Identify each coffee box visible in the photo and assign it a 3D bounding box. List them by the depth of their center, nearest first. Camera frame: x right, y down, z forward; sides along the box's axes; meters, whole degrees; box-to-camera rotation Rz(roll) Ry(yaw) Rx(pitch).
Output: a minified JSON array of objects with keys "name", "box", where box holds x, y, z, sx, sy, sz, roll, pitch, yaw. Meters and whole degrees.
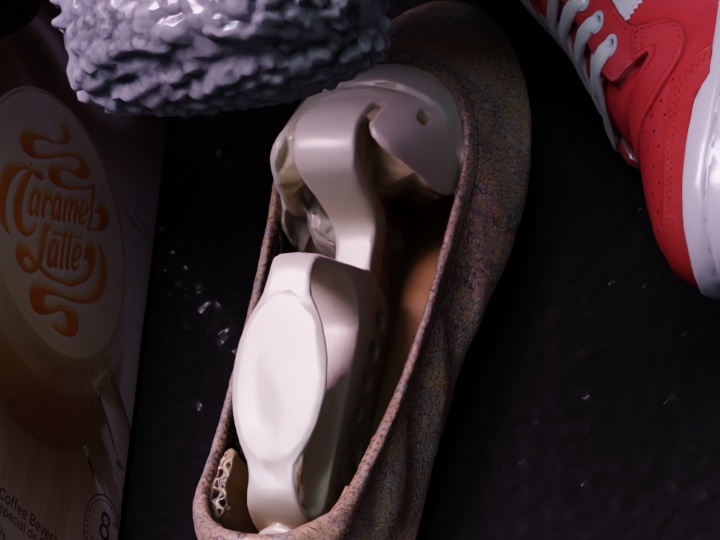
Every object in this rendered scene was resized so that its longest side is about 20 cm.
[{"name":"coffee box","box":[-0.117,-0.006,0.773,0.080,0.114,0.200,-10,57,22]}]

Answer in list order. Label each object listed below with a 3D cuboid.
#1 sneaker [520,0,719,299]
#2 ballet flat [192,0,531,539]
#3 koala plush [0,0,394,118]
[{"name":"sneaker","box":[0.058,-0.074,0.743,0.112,0.071,0.200,-2,51,11]},{"name":"ballet flat","box":[0.000,0.000,0.738,0.068,0.067,0.200,-4,58,24]},{"name":"koala plush","box":[-0.094,-0.126,0.677,0.200,0.184,0.177,-17,22,29]}]
